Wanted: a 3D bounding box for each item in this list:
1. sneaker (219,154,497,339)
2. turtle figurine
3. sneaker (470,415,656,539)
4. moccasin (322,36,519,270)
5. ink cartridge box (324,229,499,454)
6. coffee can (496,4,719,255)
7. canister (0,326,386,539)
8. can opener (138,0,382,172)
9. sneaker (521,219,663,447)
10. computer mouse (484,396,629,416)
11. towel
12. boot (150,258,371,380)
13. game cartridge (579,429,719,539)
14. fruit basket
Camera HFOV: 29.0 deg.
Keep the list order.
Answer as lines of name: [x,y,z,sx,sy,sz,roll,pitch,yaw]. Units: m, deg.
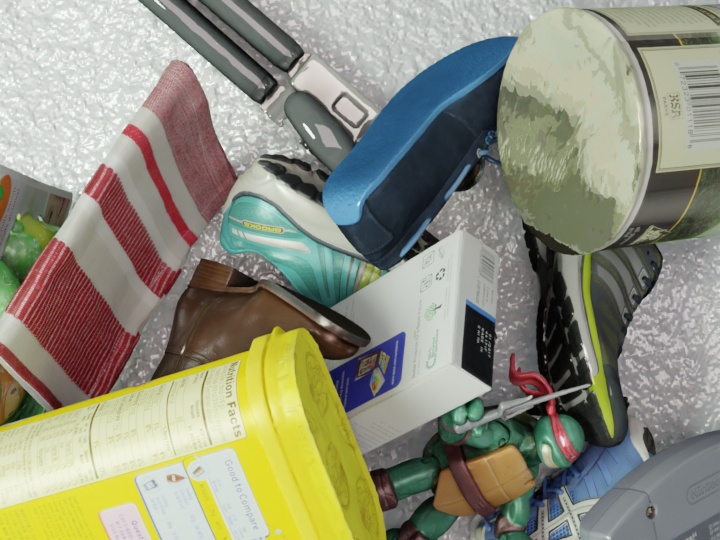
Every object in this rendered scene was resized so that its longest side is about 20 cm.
sneaker: [0.000,0.000,0.916,0.200,0.078,0.080,32,112,-6]
turtle figurine: [0.071,0.136,0.861,0.200,0.101,0.150,-26,106,16]
sneaker: [0.120,0.174,0.914,0.077,0.076,0.200,38,85,-9]
moccasin: [0.046,-0.077,0.893,0.200,0.080,0.068,-45,120,-30]
ink cartridge box: [0.001,0.061,0.852,0.039,0.200,0.100,33,46,-30]
coffee can: [0.206,-0.092,0.857,0.199,0.146,0.147,-7,91,-26]
canister: [-0.103,0.129,0.776,0.199,0.087,0.149,-17,111,10]
can opener: [-0.062,-0.137,0.905,0.200,0.066,0.053,41,93,-2]
sneaker: [0.159,0.015,0.901,0.081,0.074,0.201,2,70,-13]
computer mouse: [0.079,0.079,0.922,0.199,0.059,0.034,2,82,-7]
towel: [-0.141,-0.011,0.836,0.023,0.144,0.200,24,71,18]
boot: [-0.088,0.103,0.852,0.064,0.186,0.201,29,83,-32]
game cartridge: [0.221,0.177,0.896,0.200,0.040,0.134,-17,103,-37]
fruit basket: [-0.216,0.034,0.821,0.093,0.200,0.186,18,88,-4]
